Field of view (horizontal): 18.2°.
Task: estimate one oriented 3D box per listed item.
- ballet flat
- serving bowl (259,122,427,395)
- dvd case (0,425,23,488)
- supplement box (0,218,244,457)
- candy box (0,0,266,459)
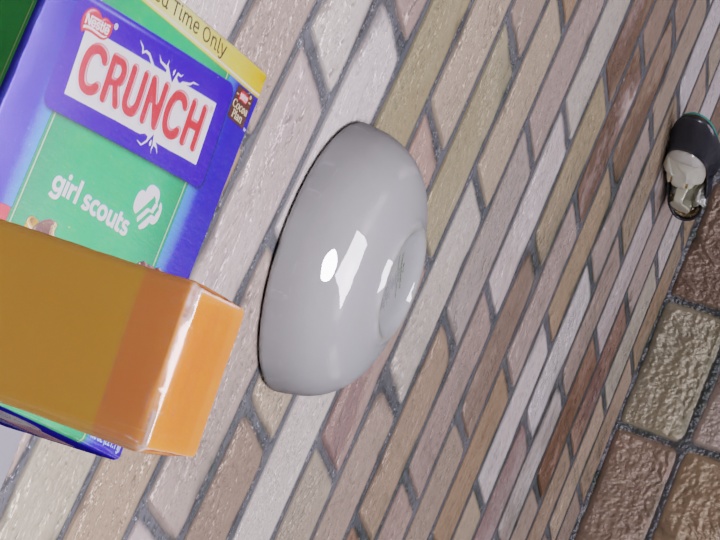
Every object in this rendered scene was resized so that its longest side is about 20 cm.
[{"bbox_3d":[0.409,-0.120,2.793,0.200,0.073,0.073,79,33,-64],"label":"ballet flat"},{"bbox_3d":[0.000,0.000,1.580,0.200,0.066,0.200,19,90,-73],"label":"serving bowl"},{"bbox_3d":[-0.205,0.085,1.071,0.150,0.025,0.200,55,54,-70],"label":"dvd case"},{"bbox_3d":[-0.150,0.010,0.852,0.069,0.200,0.067,30,78,-77],"label":"supplement box"},{"bbox_3d":[-0.140,-0.037,0.994,0.169,0.077,0.200,36,71,-56],"label":"candy box"}]
